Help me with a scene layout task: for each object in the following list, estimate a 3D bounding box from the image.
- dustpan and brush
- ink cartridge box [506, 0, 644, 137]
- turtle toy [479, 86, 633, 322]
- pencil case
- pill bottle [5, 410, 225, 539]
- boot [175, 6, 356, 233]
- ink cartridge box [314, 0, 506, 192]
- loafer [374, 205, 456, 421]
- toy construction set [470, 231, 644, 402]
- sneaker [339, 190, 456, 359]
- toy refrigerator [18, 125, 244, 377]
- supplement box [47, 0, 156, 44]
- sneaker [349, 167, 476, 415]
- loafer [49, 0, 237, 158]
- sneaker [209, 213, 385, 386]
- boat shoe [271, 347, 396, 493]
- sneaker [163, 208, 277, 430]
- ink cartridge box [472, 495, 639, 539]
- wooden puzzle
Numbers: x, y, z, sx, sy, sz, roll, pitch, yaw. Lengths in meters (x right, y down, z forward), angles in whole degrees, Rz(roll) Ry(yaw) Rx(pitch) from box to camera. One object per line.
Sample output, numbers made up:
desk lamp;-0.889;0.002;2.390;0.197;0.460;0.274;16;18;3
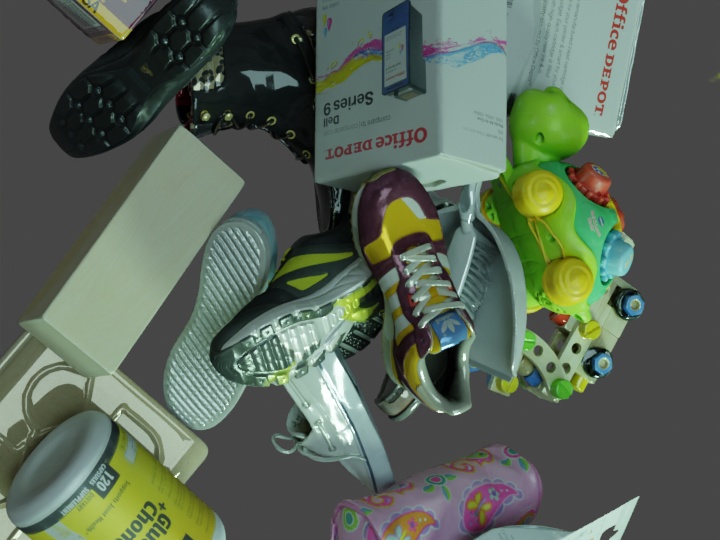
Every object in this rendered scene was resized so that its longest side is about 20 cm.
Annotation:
dustpan and brush;0.088;-0.024;1.395;0.057;0.139;0.201;7;101;-49
ink cartridge box;0.135;-0.207;1.491;0.199;0.086;0.148;10;93;-22
turtle toy;0.164;-0.054;1.427;0.101;0.146;0.201;-18;91;-15
pencil case;0.067;0.214;1.489;0.199;0.087;0.088;-17;102;-37
pill bottle;-0.180;0.214;1.372;0.112;0.112;0.200;-48;113;-9
boot;-0.076;-0.123;1.431;0.150;0.073;0.202;-4;94;-20
ink cartridge box;0.040;-0.169;1.368;0.087;0.145;0.202;8;78;-44
loafer;0.060;0.035;1.502;0.063;0.072;0.201;36;75;-18
toy construction set;0.185;0.036;1.541;0.131;0.092;0.201;33;96;-20
sneaker;0.000;0.000;1.483;0.200;0.080;0.074;-45;139;5
toy refrigerator;-0.187;-0.015;1.385;0.076;0.070;0.201;40;67;-20
supplement box;-0.168;-0.285;1.359;0.086;0.110;0.200;41;82;-18
sneaker;0.051;0.017;1.324;0.075;0.090;0.201;-25;119;-19
loafer;-0.171;-0.159;1.364;0.200;0.070;0.068;-37;97;28
sneaker;-0.046;0.023;1.380;0.199;0.085;0.075;-29;137;-25
boat shoe;-0.036;0.129;1.464;0.086;0.075;0.203;-24;129;2
sneaker;-0.108;0.040;1.442;0.074;0.082;0.201;24;113;7
ink cartridge box;0.143;0.260;1.512;0.199;0.163;0.057;-32;67;-16
wooden puzzle;-0.254;0.160;1.418;0.200;0.046;0.185;44;81;-23
